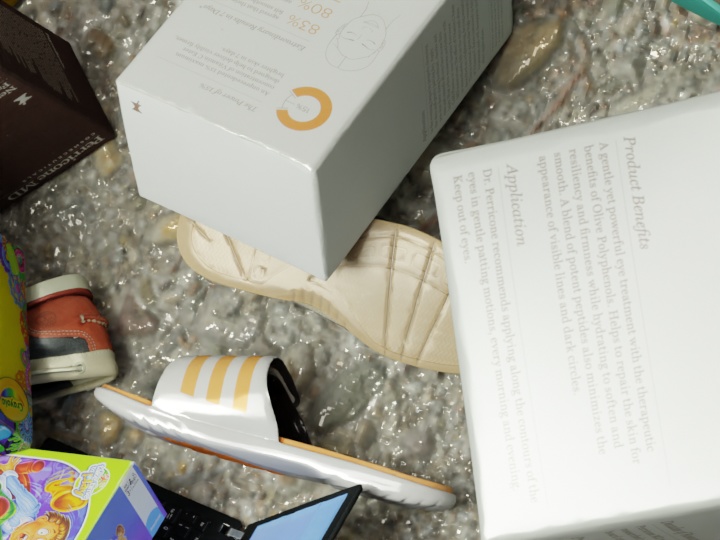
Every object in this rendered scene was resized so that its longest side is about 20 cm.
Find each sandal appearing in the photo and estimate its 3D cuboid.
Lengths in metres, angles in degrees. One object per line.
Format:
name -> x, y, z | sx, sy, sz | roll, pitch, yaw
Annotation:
sandal -> -0.041, 0.080, 1.585 | 0.206, 0.079, 0.059 | 15, 82, 12

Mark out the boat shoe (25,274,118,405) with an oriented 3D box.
boat shoe -> -0.231, 0.071, 1.654 | 0.199, 0.071, 0.063 | -25, 75, 8

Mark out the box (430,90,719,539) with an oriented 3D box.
box -> 0.153, 0.040, 1.457 | 0.171, 0.200, 0.200 | -13, 74, 18

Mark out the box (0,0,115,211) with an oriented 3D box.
box -> -0.226, -0.098, 1.614 | 0.100, 0.200, 0.075 | -32, 73, 10

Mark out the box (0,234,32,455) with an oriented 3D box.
box -> -0.302, 0.027, 1.536 | 0.192, 0.200, 0.122 | -14, 63, 16

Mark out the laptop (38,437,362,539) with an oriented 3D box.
laptop -> -0.126, 0.168, 1.539 | 0.199, 0.103, 0.177 | 22, 57, 15

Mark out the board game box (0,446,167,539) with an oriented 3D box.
board game box -> -0.207, 0.182, 1.527 | 0.134, 0.045, 0.200 | 3, 48, 34

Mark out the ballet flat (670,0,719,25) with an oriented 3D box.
ballet flat -> 0.140, -0.196, 1.582 | 0.200, 0.073, 0.073 | 27, 88, 24

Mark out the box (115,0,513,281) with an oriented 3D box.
box -> -0.020, -0.114, 1.560 | 0.124, 0.098, 0.200 | 25, 59, 21

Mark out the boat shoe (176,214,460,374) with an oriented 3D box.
boat shoe -> 0.000, 0.000, 1.588 | 0.199, 0.065, 0.072 | 17, 102, 13

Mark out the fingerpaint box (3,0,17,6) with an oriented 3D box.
fingerpaint box -> -0.317, -0.188, 1.732 | 0.167, 0.073, 0.200 | -46, 69, 6
